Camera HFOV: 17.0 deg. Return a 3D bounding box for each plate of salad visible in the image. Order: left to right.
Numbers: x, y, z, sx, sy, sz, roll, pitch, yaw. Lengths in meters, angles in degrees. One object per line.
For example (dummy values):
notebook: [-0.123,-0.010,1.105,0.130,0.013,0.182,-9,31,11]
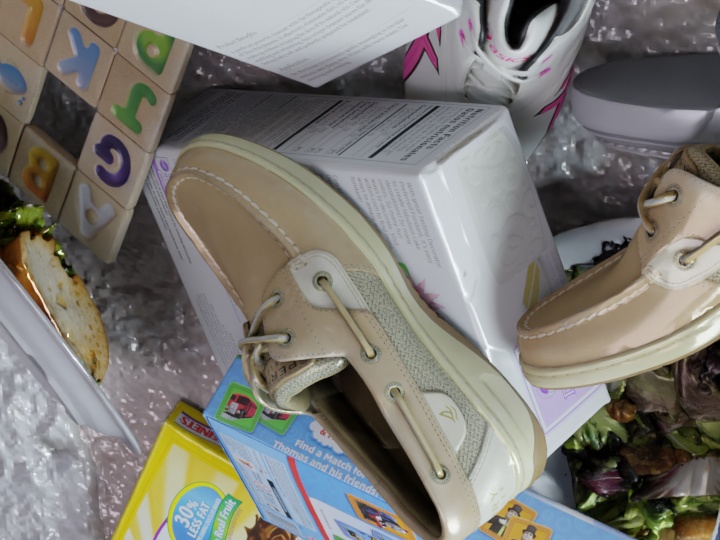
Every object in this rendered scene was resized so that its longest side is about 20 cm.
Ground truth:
plate of salad: [-0.156,0.001,1.109,0.200,0.048,0.200,49,171,11]
plate of salad: [0.137,0.069,1.074,0.200,0.048,0.200,12,124,18]

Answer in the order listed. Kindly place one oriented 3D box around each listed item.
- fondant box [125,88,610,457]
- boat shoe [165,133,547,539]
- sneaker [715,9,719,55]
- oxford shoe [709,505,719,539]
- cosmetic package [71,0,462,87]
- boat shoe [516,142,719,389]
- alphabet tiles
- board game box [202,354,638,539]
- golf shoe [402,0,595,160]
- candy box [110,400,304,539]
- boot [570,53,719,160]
fondant box: [0.000,0.000,1.045,0.200,0.058,0.144,9,128,49]
boat shoe: [-0.015,0.027,0.973,0.200,0.065,0.072,46,147,11]
sneaker: [0.184,-0.164,0.890,0.200,0.084,0.121,-38,106,28]
oxford shoe: [0.192,0.075,0.969,0.071,0.074,0.200,43,137,31]
cosmetic package: [-0.066,-0.148,0.930,0.200,0.085,0.108,19,157,-32]
boat shoe: [0.139,-0.021,0.929,0.200,0.071,0.065,-30,107,18]
alphabet tiles: [-0.159,-0.123,1.077,0.200,0.008,0.167,38,129,18]
board game box: [0.037,0.116,1.065,0.200,0.037,0.151,25,162,17]
golf shoe: [0.056,-0.102,0.982,0.073,0.092,0.200,21,128,4]
candy box: [-0.086,0.165,1.253,0.102,0.026,0.200,31,127,7]
boot: [0.183,-0.031,0.982,0.200,0.074,0.096,7,116,18]
